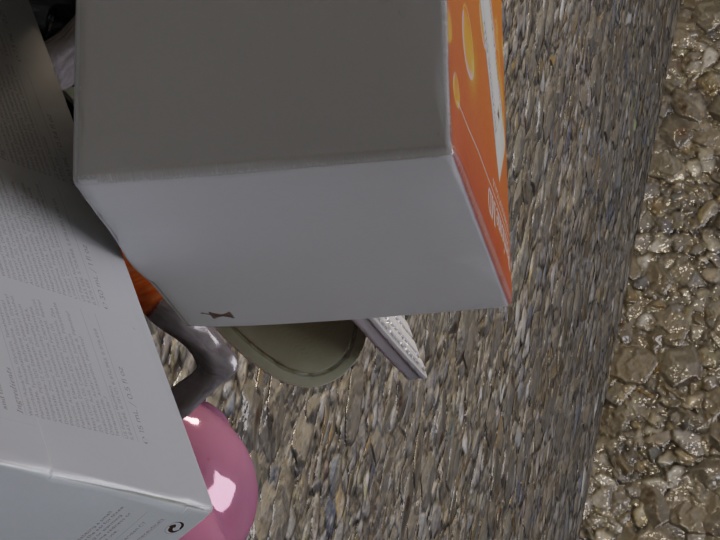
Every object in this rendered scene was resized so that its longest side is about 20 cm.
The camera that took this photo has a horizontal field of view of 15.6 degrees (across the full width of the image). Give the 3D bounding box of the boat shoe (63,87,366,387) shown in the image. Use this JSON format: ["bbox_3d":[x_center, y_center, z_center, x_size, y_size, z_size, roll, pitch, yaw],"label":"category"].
[{"bbox_3d":[-0.070,-0.039,1.073,0.074,0.200,0.066,-44,-168,-9],"label":"boat shoe"}]

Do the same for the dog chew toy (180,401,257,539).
[{"bbox_3d":[-0.104,0.127,0.999,0.125,0.124,0.200,84,28,-44],"label":"dog chew toy"}]

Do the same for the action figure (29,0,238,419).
[{"bbox_3d":[-0.070,-0.075,0.947,0.200,0.104,0.195,-69,151,-57],"label":"action figure"}]

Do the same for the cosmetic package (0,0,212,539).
[{"bbox_3d":[-0.131,-0.022,0.655,0.150,0.052,0.201,23,37,-49],"label":"cosmetic package"}]

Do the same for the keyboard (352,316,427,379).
[{"bbox_3d":[0.000,0.000,0.998,0.200,0.011,0.057,51,23,-75],"label":"keyboard"}]

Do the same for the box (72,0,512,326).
[{"bbox_3d":[-0.016,-0.099,0.713,0.124,0.097,0.201,61,27,-70],"label":"box"}]
